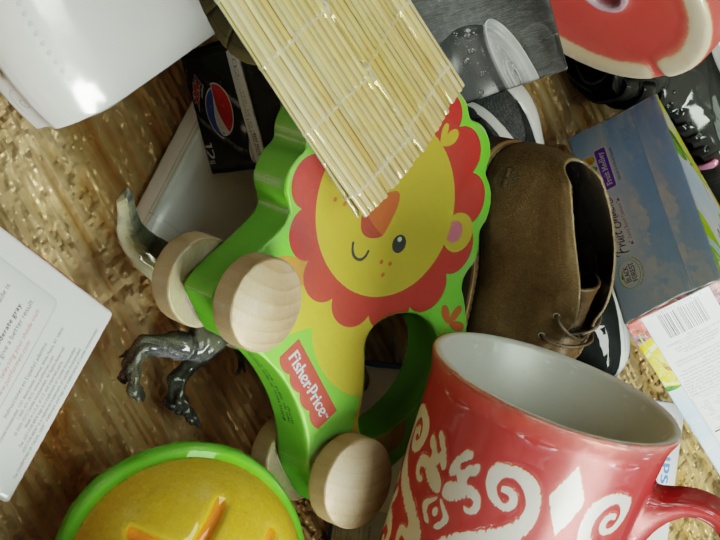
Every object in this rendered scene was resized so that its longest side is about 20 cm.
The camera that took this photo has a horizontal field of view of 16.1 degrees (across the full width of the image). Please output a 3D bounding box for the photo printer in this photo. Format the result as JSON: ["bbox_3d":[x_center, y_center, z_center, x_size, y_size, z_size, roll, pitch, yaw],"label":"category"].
[{"bbox_3d":[-0.126,-0.178,1.265,0.200,0.069,0.167,-38,117,-32],"label":"photo printer"}]

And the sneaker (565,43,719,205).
[{"bbox_3d":[0.180,-0.099,1.537,0.099,0.071,0.201,-29,106,-33],"label":"sneaker"}]

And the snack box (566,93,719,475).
[{"bbox_3d":[0.202,0.026,1.487,0.200,0.067,0.169,53,17,-38],"label":"snack box"}]

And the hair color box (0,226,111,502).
[{"bbox_3d":[-0.225,0.012,1.201,0.200,0.064,0.111,41,69,-36],"label":"hair color box"}]

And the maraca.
[{"bbox_3d":[-0.089,0.176,1.304,0.137,0.107,0.201,-16,119,-12],"label":"maraca"}]

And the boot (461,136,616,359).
[{"bbox_3d":[0.096,0.032,1.359,0.073,0.075,0.201,-15,108,-44],"label":"boot"}]

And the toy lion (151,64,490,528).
[{"bbox_3d":[0.000,0.000,1.297,0.192,0.069,0.200,-43,128,-24],"label":"toy lion"}]

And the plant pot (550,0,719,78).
[{"bbox_3d":[0.169,-0.217,1.421,0.201,0.200,0.178,49,59,-32],"label":"plant pot"}]

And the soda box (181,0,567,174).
[{"bbox_3d":[0.009,-0.110,1.345,0.199,0.063,0.071,-20,99,-30],"label":"soda box"}]

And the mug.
[{"bbox_3d":[0.082,0.158,1.284,0.133,0.177,0.201,0,114,-54],"label":"mug"}]

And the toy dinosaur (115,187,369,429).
[{"bbox_3d":[-0.082,0.033,1.311,0.200,0.047,0.088,34,94,-42],"label":"toy dinosaur"}]

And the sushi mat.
[{"bbox_3d":[-0.022,-0.128,1.214,0.096,0.012,0.200,-53,126,-29],"label":"sushi mat"}]

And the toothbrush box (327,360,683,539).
[{"bbox_3d":[0.084,0.135,1.459,0.199,0.085,0.147,8,88,-40],"label":"toothbrush box"}]

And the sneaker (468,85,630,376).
[{"bbox_3d":[0.079,-0.003,1.437,0.112,0.073,0.201,-44,113,-51],"label":"sneaker"}]

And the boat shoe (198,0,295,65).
[{"bbox_3d":[-0.061,-0.202,1.232,0.066,0.072,0.202,-32,110,-47],"label":"boat shoe"}]

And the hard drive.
[{"bbox_3d":[-0.037,-0.066,1.379,0.132,0.026,0.201,39,70,-36],"label":"hard drive"}]
